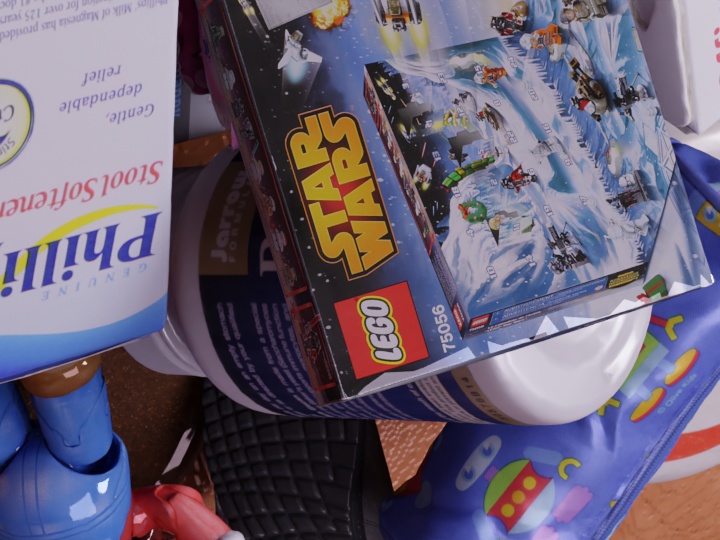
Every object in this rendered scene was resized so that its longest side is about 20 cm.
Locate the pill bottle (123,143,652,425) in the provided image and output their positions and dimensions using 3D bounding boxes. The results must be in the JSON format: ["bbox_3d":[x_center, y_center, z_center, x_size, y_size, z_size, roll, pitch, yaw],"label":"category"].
[{"bbox_3d":[0.000,0.000,1.121,0.111,0.199,0.112,1,89,-50],"label":"pill bottle"}]

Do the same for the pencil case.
[{"bbox_3d":[0.092,0.048,1.155,0.200,0.087,0.078,-55,162,11],"label":"pencil case"}]

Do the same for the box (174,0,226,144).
[{"bbox_3d":[-0.041,-0.133,1.147,0.199,0.041,0.157,-17,126,-32],"label":"box"}]

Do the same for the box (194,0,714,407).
[{"bbox_3d":[0.023,-0.070,0.999,0.136,0.040,0.201,-16,89,-16],"label":"box"}]

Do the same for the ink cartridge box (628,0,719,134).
[{"bbox_3d":[0.159,-0.169,1.110,0.200,0.087,0.146,-40,145,-19],"label":"ink cartridge box"}]

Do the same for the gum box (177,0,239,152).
[{"bbox_3d":[-0.009,-0.146,1.073,0.113,0.066,0.201,-14,125,-16],"label":"gum box"}]

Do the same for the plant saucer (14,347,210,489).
[{"bbox_3d":[-0.127,0.054,1.200,0.200,0.037,0.201,-21,129,-28],"label":"plant saucer"}]

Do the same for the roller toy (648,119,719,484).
[{"bbox_3d":[0.111,-0.017,1.272,0.199,0.140,0.183,-30,128,-7],"label":"roller toy"}]

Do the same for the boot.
[{"bbox_3d":[-0.006,0.108,1.245,0.132,0.069,0.201,26,56,-69],"label":"boot"}]

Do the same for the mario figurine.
[{"bbox_3d":[-0.109,0.106,1.141,0.106,0.123,0.200,-44,133,-26],"label":"mario figurine"}]

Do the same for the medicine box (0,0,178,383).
[{"bbox_3d":[-0.148,-0.091,0.985,0.103,0.182,0.201,-16,126,-30],"label":"medicine box"}]

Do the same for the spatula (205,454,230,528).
[{"bbox_3d":[-0.066,0.125,1.248,0.057,0.020,0.201,52,57,-47],"label":"spatula"}]
